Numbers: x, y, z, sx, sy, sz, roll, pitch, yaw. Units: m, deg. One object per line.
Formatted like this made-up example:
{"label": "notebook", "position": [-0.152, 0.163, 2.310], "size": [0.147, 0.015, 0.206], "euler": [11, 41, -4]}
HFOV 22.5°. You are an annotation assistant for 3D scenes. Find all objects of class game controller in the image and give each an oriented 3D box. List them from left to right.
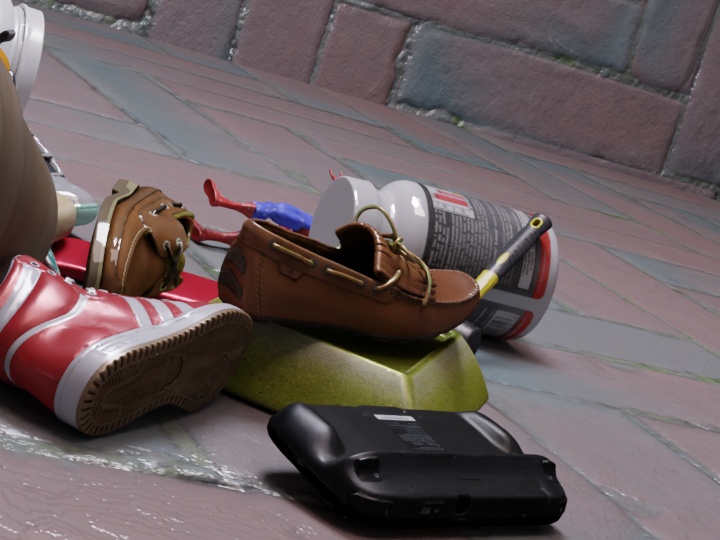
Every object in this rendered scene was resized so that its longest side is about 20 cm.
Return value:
{"label": "game controller", "position": [0.037, 0.115, 1.073], "size": [0.200, 0.042, 0.104], "euler": [8, 17, -46]}

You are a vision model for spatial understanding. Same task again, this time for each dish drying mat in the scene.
{"label": "dish drying mat", "position": [-0.137, 0.014, 1.360], "size": [0.200, 0.018, 0.077], "euler": [18, 12, -6]}

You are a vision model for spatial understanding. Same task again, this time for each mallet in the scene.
{"label": "mallet", "position": [0.112, 0.014, 1.499], "size": [0.066, 0.041, 0.200], "euler": [31, 48, 27]}

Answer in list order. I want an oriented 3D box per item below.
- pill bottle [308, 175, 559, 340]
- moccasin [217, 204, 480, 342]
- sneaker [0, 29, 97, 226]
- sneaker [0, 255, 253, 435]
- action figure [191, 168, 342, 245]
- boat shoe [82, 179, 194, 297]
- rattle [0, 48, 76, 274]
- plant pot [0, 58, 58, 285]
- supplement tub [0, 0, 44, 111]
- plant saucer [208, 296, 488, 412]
{"label": "pill bottle", "position": [0.063, -0.014, 1.585], "size": [0.200, 0.116, 0.116], "euler": [15, 11, -23]}
{"label": "moccasin", "position": [-0.001, -0.001, 1.201], "size": [0.201, 0.078, 0.074], "euler": [10, 16, -32]}
{"label": "sneaker", "position": [-0.289, -0.123, 1.458], "size": [0.200, 0.140, 0.078], "euler": [21, 10, 13]}
{"label": "sneaker", "position": [-0.150, 0.037, 1.074], "size": [0.112, 0.071, 0.200], "euler": [26, 14, 20]}
{"label": "action figure", "position": [-0.068, -0.053, 1.674], "size": [0.200, 0.065, 0.099], "euler": [13, 29, -31]}
{"label": "boat shoe", "position": [-0.155, -0.017, 1.291], "size": [0.068, 0.072, 0.200], "euler": [16, 22, -5]}
{"label": "rattle", "position": [-0.253, -0.077, 1.300], "size": [0.130, 0.143, 0.200], "euler": [24, 5, -15]}
{"label": "plant pot", "position": [-0.265, -0.051, 1.068], "size": [0.200, 0.200, 0.174], "euler": [22, -4, 19]}
{"label": "supplement tub", "position": [-0.414, -0.215, 1.713], "size": [0.200, 0.145, 0.145], "euler": [14, 11, -23]}
{"label": "plant saucer", "position": [-0.017, 0.053, 1.239], "size": [0.199, 0.048, 0.200], "euler": [22, 16, 13]}
